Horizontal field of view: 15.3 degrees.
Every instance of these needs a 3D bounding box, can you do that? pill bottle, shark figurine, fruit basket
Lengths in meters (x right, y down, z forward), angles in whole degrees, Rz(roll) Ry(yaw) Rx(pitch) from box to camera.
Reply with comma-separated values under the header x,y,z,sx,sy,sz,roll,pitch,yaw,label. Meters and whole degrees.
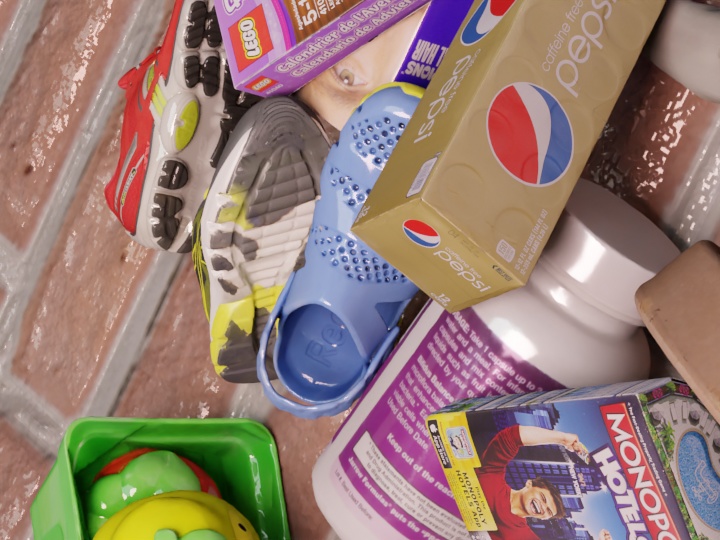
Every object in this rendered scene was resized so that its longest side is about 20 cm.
x,y,z,sx,sy,sz,roll,pitch,yaw,label
0.072,0.056,1.311,0.200,0.112,0.112,-55,53,20,pill bottle
0.209,-0.119,1.238,0.214,0.089,0.129,-29,66,37,shark figurine
-0.089,0.169,1.402,0.215,0.155,0.217,-6,83,55,fruit basket

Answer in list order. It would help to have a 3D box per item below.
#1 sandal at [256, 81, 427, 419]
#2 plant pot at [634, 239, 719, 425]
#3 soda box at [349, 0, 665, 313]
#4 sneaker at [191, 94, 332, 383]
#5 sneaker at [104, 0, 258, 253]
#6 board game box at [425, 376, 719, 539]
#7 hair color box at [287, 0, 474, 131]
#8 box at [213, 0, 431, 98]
x,y,z,sx,sy,sz,roll,pitch,yaw,label
0.000,0.000,1.328,0.079,0.087,0.201,24,123,9,sandal
0.241,0.030,1.132,0.174,0.200,0.201,-41,57,9,plant pot
0.076,-0.082,1.266,0.064,0.068,0.201,-23,33,56,soda box
-0.061,-0.026,1.423,0.201,0.074,0.085,102,152,-47,sneaker
-0.102,-0.112,1.519,0.085,0.077,0.201,25,99,46,sneaker
0.143,0.137,1.184,0.199,0.062,0.201,-10,105,52,board game box
0.028,-0.169,1.373,0.109,0.065,0.201,36,108,39,hair color box
-0.026,-0.206,1.360,0.137,0.039,0.201,-31,62,34,box
